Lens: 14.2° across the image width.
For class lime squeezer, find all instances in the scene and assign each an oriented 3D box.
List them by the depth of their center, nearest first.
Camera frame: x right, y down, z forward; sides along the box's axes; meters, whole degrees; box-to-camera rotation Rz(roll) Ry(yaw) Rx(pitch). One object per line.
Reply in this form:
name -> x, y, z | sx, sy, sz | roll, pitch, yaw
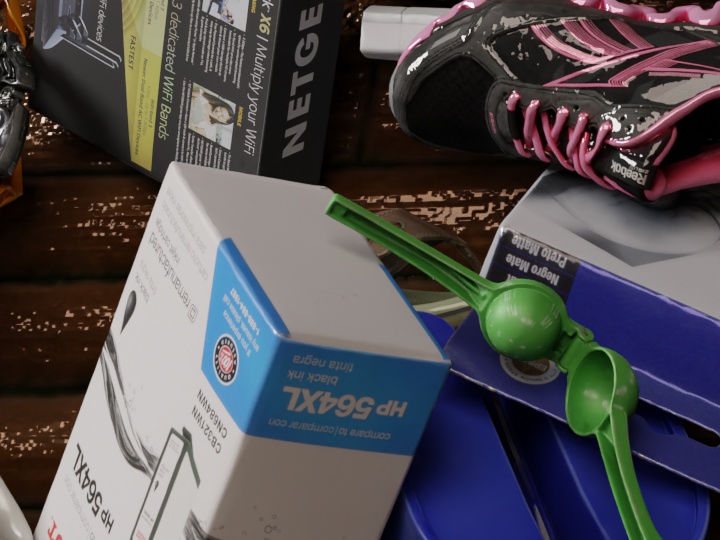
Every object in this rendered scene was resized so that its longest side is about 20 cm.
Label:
lime squeezer -> 0.067, 0.038, 1.163 | 0.070, 0.038, 0.200 | -23, 60, -36

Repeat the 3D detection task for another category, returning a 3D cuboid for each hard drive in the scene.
hard drive -> 0.115, -0.104, 1.348 | 0.199, 0.132, 0.027 | 5, 94, 20

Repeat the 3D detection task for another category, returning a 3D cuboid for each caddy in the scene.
caddy -> 0.068, 0.104, 1.234 | 0.140, 0.105, 0.201 | -8, 47, -15

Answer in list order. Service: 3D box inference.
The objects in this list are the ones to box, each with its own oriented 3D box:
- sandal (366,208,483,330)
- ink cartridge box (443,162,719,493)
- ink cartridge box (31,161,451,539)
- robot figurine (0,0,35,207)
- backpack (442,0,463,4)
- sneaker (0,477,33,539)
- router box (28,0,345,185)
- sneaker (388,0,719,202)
sandal -> -0.001, 0.000, 1.330 | 0.200, 0.080, 0.058 | 2, 95, 19
ink cartridge box -> 0.159, 0.010, 1.236 | 0.199, 0.041, 0.200 | 23, 41, 14
ink cartridge box -> -0.055, 0.080, 1.210 | 0.084, 0.201, 0.146 | 9, 26, -29
robot figurine -> -0.221, -0.091, 1.466 | 0.144, 0.058, 0.201 | -29, 52, 19
backpack -> 0.019, -0.200, 1.427 | 0.199, 0.163, 0.155 | 0, 79, 18
sneaker -> -0.227, 0.105, 1.310 | 0.200, 0.073, 0.115 | 27, 109, 21
router box -> -0.082, -0.141, 1.386 | 0.157, 0.201, 0.052 | 30, 37, 31
sneaker -> 0.105, -0.067, 1.226 | 0.199, 0.079, 0.096 | -1, 42, 15
